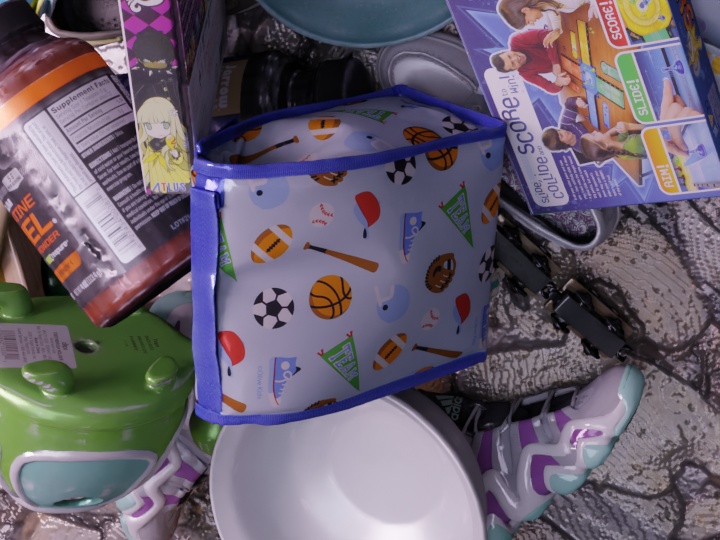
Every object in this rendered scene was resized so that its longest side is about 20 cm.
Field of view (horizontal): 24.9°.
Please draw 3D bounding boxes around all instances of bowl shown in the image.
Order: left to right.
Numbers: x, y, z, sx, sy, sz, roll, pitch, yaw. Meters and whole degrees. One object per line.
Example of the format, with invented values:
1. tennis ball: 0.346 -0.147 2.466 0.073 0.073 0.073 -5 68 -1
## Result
1. bowl: 0.006 0.147 1.099 0.200 0.090 0.202 9 113 22

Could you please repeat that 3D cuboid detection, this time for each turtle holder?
1. turtle holder: -0.176 0.085 1.089 0.141 0.185 0.132 34 124 32

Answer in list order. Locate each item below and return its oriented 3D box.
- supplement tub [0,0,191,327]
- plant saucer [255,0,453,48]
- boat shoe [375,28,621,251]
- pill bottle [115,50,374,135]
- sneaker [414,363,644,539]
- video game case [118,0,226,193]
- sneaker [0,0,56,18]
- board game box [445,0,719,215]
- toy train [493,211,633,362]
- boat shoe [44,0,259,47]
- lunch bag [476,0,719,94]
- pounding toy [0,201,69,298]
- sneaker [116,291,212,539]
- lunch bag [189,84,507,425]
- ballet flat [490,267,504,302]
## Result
1. supplement tub: -0.181 -0.071 1.027 0.107 0.107 0.200 -37 90 21
2. plant saucer: 0.005 -0.245 1.056 0.199 0.036 0.201 -3 117 -5
3. boat shoe: 0.088 -0.084 1.088 0.200 0.069 0.072 46 111 -1
4. pill bottle: -0.092 -0.089 1.112 0.199 0.112 0.113 -7 103 17
5. sneaker: 0.091 0.106 1.136 0.140 0.078 0.200 42 111 0
6. video game case: -0.111 -0.174 0.976 0.036 0.200 0.182 -1 125 2
7. sneaker: -0.188 -0.232 1.067 0.079 0.131 0.200 38 133 -26
8. board game box: 0.132 -0.127 0.961 0.135 0.035 0.201 -4 127 31
9. toy train: 0.108 -0.008 1.106 0.200 0.046 0.034 41 107 -8
10. boat shoe: -0.123 -0.201 1.116 0.201 0.060 0.072 -16 101 19
11. lunch bag: 0.172 -0.180 1.010 0.169 0.127 0.201 19 116 11
12. pounding toy: -0.278 0.011 1.174 0.199 0.142 0.185 -12 102 18
13. sneaker: -0.097 0.124 1.185 0.139 0.078 0.201 13 109 11
14. lunch bag: -0.021 -0.011 0.989 0.124 0.199 0.171 23 121 42
15. ballet flat: 0.000 0.000 1.138 0.199 0.064 0.076 -1 106 16
